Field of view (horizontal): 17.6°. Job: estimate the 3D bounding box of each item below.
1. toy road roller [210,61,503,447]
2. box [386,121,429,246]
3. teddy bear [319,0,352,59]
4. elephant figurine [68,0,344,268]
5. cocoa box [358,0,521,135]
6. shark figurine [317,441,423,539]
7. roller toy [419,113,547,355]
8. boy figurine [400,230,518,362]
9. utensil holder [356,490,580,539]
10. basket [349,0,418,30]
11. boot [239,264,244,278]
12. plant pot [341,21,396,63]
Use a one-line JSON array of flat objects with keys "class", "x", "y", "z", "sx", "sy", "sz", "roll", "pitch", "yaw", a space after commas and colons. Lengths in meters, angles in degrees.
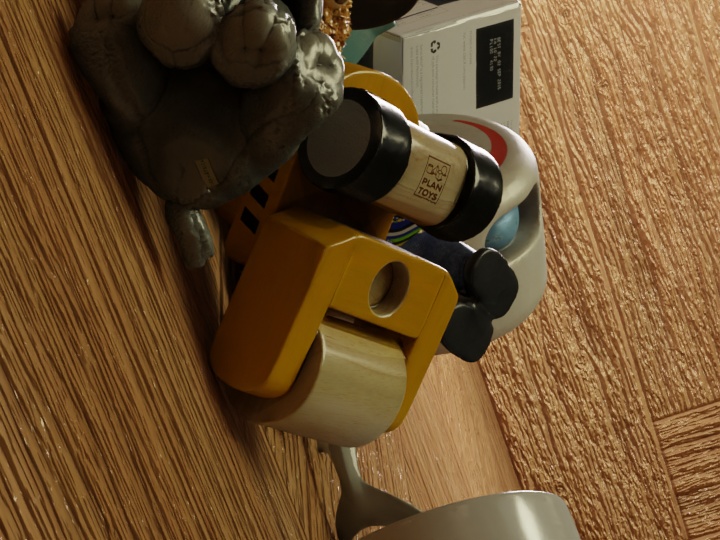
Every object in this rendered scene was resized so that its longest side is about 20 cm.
[{"class": "toy road roller", "x": -0.027, "y": -0.016, "z": 1.289, "sx": 0.123, "sy": 0.146, "sz": 0.201, "roll": 21, "pitch": 91, "yaw": -50}, {"class": "box", "x": -0.030, "y": -0.085, "z": 1.415, "sx": 0.200, "sy": 0.064, "sz": 0.070, "roll": 29, "pitch": 31, "yaw": -45}, {"class": "teddy bear", "x": -0.046, "y": -0.205, "z": 1.335, "sx": 0.145, "sy": 0.066, "sz": 0.201, "roll": 65, "pitch": 12, "yaw": -46}, {"class": "elephant figurine", "x": -0.068, "y": -0.139, "z": 1.188, "sx": 0.141, "sy": 0.155, "sz": 0.201, "roll": 44, "pitch": 29, "yaw": -29}, {"class": "cocoa box", "x": 0.043, "y": -0.130, "z": 1.924, "sx": 0.131, "sy": 0.133, "sz": 0.201, "roll": 27, "pitch": -54, "yaw": 46}, {"class": "shark figurine", "x": 0.002, "y": 0.080, "z": 1.545, "sx": 0.215, "sy": 0.089, "sz": 0.129, "roll": -103, "pitch": 172, "yaw": -59}, {"class": "roller toy", "x": 0.047, "y": -0.036, "z": 1.768, "sx": 0.200, "sy": 0.181, "sz": 0.141, "roll": -119, "pitch": -161, "yaw": -60}, {"class": "boy figurine", "x": 0.000, "y": 0.000, "z": 1.520, "sx": 0.064, "sy": 0.199, "sz": 0.125, "roll": 42, "pitch": 72, "yaw": -50}, {"class": "utensil holder", "x": 0.069, "y": 0.243, "z": 1.268, "sx": 0.170, "sy": 0.169, "sz": 0.201, "roll": 60, "pitch": 11, "yaw": -68}, {"class": "basket", "x": 0.000, "y": -0.269, "z": 1.515, "sx": 0.181, "sy": 0.135, "sz": 0.201, "roll": 85, "pitch": 12, "yaw": -54}, {"class": "boot", "x": -0.041, "y": -0.008, "z": 1.428, "sx": 0.090, "sy": 0.072, "sz": 0.201, "roll": 75, "pitch": 1, "yaw": -63}, {"class": "plant pot", "x": -0.053, "y": -0.211, "z": 1.660, "sx": 0.200, "sy": 0.133, "sz": 0.201, "roll": -18, "pitch": 90, "yaw": -86}]
